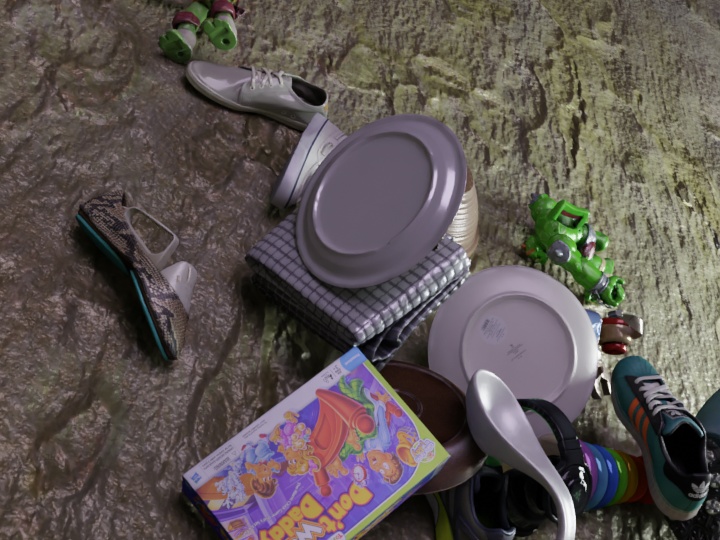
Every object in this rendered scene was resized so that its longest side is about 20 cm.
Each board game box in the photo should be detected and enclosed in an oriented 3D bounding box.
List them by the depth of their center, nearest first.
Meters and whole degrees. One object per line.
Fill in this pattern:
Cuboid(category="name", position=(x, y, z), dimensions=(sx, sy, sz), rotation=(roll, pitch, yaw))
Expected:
Cuboid(category="board game box", position=(-0.039, 0.179, 1.011), dimensions=(0.200, 0.045, 0.135), rotation=(-36, 73, -24))

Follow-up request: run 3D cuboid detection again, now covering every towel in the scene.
Cuboid(category="towel", position=(0.000, 0.000, 1.198), dimensions=(0.165, 0.086, 0.200), rotation=(-39, 52, -22))

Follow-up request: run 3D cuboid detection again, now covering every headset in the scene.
Cuboid(category="headset", position=(0.169, 0.229, 1.143), dimensions=(0.093, 0.123, 0.202), rotation=(1, 69, -38))

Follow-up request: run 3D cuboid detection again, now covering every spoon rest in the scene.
Cuboid(category="spoon rest", position=(0.154, 0.184, 1.082), dimensions=(0.099, 0.060, 0.201), rotation=(20, 47, -57))

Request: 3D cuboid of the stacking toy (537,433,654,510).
Cuboid(category="stacking toy", position=(0.273, 0.228, 1.260), dimensions=(0.199, 0.085, 0.086), rotation=(10, 43, -37))

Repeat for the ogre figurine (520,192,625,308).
Cuboid(category="ogre figurine", position=(0.287, -0.040, 1.554), dimensions=(0.119, 0.098, 0.201), rotation=(31, 46, -26))

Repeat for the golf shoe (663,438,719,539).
Cuboid(category="golf shoe", position=(0.382, 0.289, 1.262), dimensions=(0.088, 0.077, 0.201), rotation=(38, 48, -49))

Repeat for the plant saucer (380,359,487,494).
Cuboid(category="plant saucer", position=(0.032, 0.144, 1.128), dimensions=(0.198, 0.032, 0.201), rotation=(6, 29, -3))

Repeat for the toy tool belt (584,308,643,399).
Cuboid(category="toy tool belt", position=(0.240, 0.108, 1.355), dimensions=(0.199, 0.125, 0.124), rotation=(11, 74, -26))

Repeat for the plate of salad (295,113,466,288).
Cuboid(category="plate of salad", position=(0.022, -0.068, 1.150), dimensions=(0.048, 0.199, 0.201), rotation=(42, 22, -47))

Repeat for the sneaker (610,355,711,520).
Cuboid(category="sneaker", position=(0.336, 0.166, 1.249), dimensions=(0.071, 0.080, 0.201), rotation=(-3, 50, -16))

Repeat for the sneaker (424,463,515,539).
Cuboid(category="sneaker", position=(0.104, 0.208, 1.137), dimensions=(0.073, 0.081, 0.201), rotation=(6, 46, -36))

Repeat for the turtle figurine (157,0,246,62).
Cuboid(category="turtle figurine", position=(-0.208, -0.379, 1.471), dimensions=(0.143, 0.201, 0.195), rotation=(9, 50, -9))

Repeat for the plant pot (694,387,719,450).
Cuboid(category="plant pot", position=(0.456, 0.220, 1.329), dimensions=(0.134, 0.201, 0.201), rotation=(-9, 54, -32))

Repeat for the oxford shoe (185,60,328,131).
Cuboid(category="oxford shoe", position=(-0.127, -0.236, 1.465), dimensions=(0.199, 0.058, 0.076), rotation=(16, 43, -23))

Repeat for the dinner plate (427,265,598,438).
Cuboid(category="dinner plate", position=(0.173, 0.092, 1.268), dimensions=(0.198, 0.024, 0.202), rotation=(2, 79, -9))

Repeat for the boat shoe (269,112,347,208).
Cuboid(category="boat shoe", position=(-0.054, -0.126, 1.396), dimensions=(0.069, 0.071, 0.200), rotation=(29, 30, -5))

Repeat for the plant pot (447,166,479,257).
Cuboid(category="plant pot", position=(0.079, -0.103, 1.456), dimensions=(0.200, 0.093, 0.202), rotation=(22, 37, -18))

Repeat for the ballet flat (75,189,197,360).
Cuboid(category="ballet flat", position=(-0.207, -0.006, 1.123), dimensions=(0.075, 0.068, 0.200), rotation=(-31, 64, -12))
